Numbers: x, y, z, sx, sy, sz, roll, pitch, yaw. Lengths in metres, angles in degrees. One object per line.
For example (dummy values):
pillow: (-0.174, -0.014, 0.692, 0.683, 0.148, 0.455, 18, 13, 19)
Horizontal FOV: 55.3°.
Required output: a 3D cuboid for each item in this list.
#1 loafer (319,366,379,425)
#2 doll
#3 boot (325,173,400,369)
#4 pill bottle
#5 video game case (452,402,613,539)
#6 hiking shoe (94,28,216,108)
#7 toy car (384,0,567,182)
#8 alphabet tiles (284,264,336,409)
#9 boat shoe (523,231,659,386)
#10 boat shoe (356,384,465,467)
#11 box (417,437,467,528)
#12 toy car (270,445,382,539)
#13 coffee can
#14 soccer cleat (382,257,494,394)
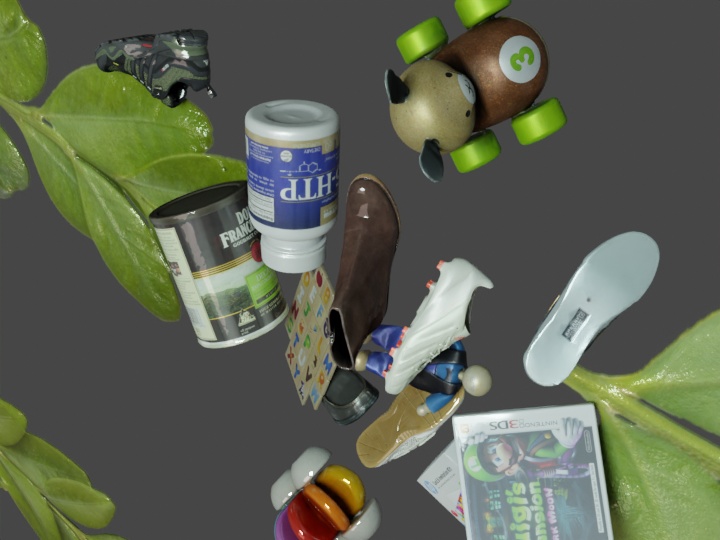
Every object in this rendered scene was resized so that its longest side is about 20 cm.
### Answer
loafer: (-0.033, 0.168, 0.985, 0.073, 0.073, 0.200, 51, 162, -10)
doll: (0.087, 0.131, 0.935, 0.198, 0.048, 0.138, 10, 96, 33)
boot: (0.000, 0.000, 0.855, 0.071, 0.167, 0.202, 4, 122, 16)
pill bottle: (-0.086, -0.106, 0.889, 0.119, 0.120, 0.202, 18, 124, 24)
video game case: (0.218, 0.277, 0.872, 0.180, 0.023, 0.203, -8, 85, 14)
hiking shoe: (-0.291, -0.275, 0.959, 0.198, 0.076, 0.102, 5, 115, 30)
toy car: (0.091, -0.172, 0.682, 0.157, 0.200, 0.165, -21, 103, 39)
alphabet tiles: (-0.071, 0.094, 0.998, 0.167, 0.006, 0.201, 65, 144, 40)
boat shoe: (0.255, 0.038, 0.783, 0.071, 0.091, 0.201, 38, 103, 8)
boat shoe: (0.081, 0.214, 0.995, 0.200, 0.069, 0.071, -42, 58, 24)
box: (0.182, 0.334, 0.966, 0.200, 0.041, 0.156, 43, 152, 14)
toy car: (-0.076, 0.413, 1.150, 0.175, 0.150, 0.200, 43, 130, 5)
coffee can: (-0.202, -0.011, 1.001, 0.145, 0.146, 0.202, -2, 114, 34)
soccer cleat: (0.095, 0.080, 0.872, 0.077, 0.069, 0.201, 30, 102, 10)
